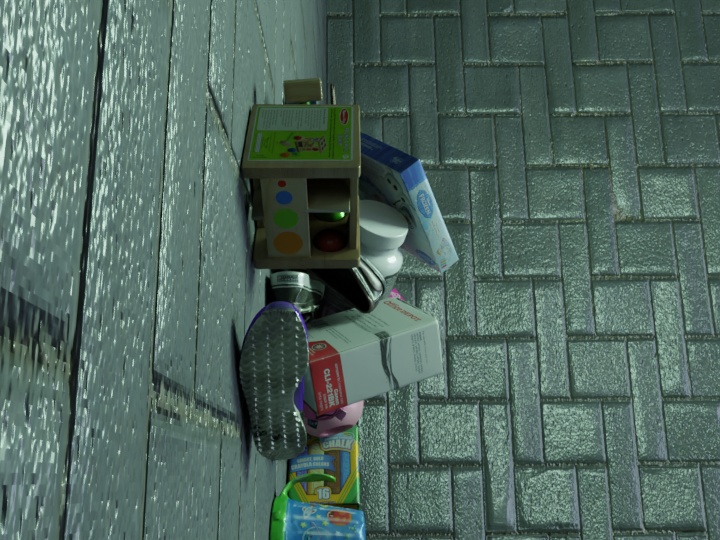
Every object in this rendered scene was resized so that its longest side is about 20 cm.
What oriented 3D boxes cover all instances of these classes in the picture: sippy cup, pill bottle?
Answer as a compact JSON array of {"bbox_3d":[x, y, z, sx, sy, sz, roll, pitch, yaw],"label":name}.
[{"bbox_3d":[-0.057,0.388,1.107,0.140,0.129,0.180,-90,180,-81],"label":"sippy cup"},{"bbox_3d":[0.000,0.000,1.223,0.116,0.115,0.201,-91,-162,-54],"label":"pill bottle"}]

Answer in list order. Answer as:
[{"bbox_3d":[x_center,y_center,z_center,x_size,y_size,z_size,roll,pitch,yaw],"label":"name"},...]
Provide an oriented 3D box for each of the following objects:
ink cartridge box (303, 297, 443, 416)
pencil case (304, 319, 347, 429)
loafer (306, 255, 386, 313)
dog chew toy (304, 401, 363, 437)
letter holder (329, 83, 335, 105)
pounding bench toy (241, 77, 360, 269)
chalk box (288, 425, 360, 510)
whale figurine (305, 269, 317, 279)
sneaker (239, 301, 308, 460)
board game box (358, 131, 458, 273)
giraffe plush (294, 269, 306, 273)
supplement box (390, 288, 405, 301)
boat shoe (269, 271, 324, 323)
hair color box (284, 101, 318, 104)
[{"bbox_3d":[-0.002,0.115,1.118,0.144,0.198,0.085,26,-51,63],"label":"ink cartridge box"},{"bbox_3d":[-0.055,0.147,1.256,0.201,0.093,0.091,-80,-169,-50],"label":"pencil case"},{"bbox_3d":[-0.046,-0.017,1.116,0.072,0.200,0.063,-42,-166,32],"label":"loafer"},{"bbox_3d":[-0.069,0.181,1.365,0.125,0.123,0.202,91,-16,-68],"label":"dog chew toy"},{"bbox_3d":[-0.078,-0.166,1.135,0.200,0.099,0.144,92,-4,-74],"label":"letter holder"},{"bbox_3d":[-0.062,-0.115,0.932,0.201,0.123,0.157,-91,-179,-47],"label":"pounding bench toy"},{"bbox_3d":[-0.063,0.354,1.393,0.126,0.123,0.201,91,-1,-46],"label":"chalk box"},{"bbox_3d":[-0.041,-0.057,1.310,0.160,0.199,0.104,-52,-137,18],"label":"whale figurine"},{"bbox_3d":[-0.093,0.100,0.836,0.100,0.069,0.202,-102,-166,-53],"label":"sneaker"},{"bbox_3d":[0.054,-0.114,1.246,0.200,0.043,0.200,37,-21,49],"label":"board game box"},{"bbox_3d":[-0.070,-0.059,1.472,0.199,0.171,0.164,-18,99,-55],"label":"giraffe plush"},{"bbox_3d":[0.013,0.140,1.429,0.101,0.103,0.200,51,-51,14],"label":"supplement box"},{"bbox_3d":[-0.094,0.044,1.128,0.200,0.070,0.064,43,46,-81],"label":"boat shoe"},{"bbox_3d":[-0.099,-0.215,1.395,0.200,0.060,0.101,93,-3,-70],"label":"hair color box"}]
